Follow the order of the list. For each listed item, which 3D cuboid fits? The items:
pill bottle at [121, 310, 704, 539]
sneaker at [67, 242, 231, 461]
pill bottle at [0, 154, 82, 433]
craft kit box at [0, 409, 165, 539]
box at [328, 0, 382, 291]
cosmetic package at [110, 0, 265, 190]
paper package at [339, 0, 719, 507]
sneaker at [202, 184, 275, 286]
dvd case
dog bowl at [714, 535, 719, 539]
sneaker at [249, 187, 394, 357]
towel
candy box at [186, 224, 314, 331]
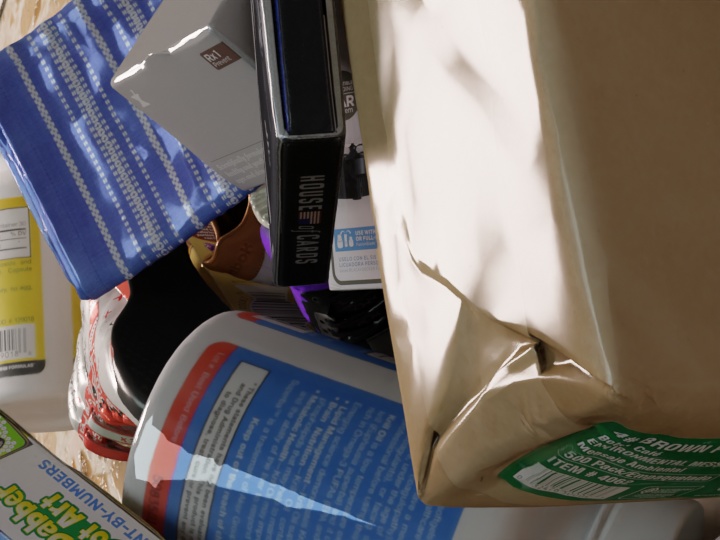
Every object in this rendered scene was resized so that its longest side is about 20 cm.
[{"bbox_3d":[0.021,0.094,0.682,0.199,0.112,0.113,18,105,22],"label":"pill bottle"},{"bbox_3d":[-0.105,0.060,0.913,0.202,0.067,0.109,-121,36,-59],"label":"sneaker"},{"bbox_3d":[-0.215,0.000,1.206,0.111,0.111,0.201,-31,59,56],"label":"pill bottle"},{"bbox_3d":[-0.102,0.163,0.719,0.197,0.048,0.201,33,142,34],"label":"craft kit box"},{"bbox_3d":[0.041,-0.096,0.712,0.060,0.116,0.202,-4,89,50],"label":"box"},{"bbox_3d":[-0.012,-0.141,0.785,0.107,0.090,0.201,-11,47,60],"label":"cosmetic package"},{"bbox_3d":[0.110,-0.033,0.525,0.103,0.199,0.192,-41,52,54],"label":"paper package"},{"bbox_3d":[-0.064,-0.087,0.969,0.073,0.084,0.201,-49,45,51],"label":"sneaker"},{"bbox_3d":[-0.027,-0.112,0.625,0.150,0.025,0.201,99,167,-73],"label":"dvd case"},{"bbox_3d":[0.140,0.170,0.539,0.200,0.058,0.201,32,128,52],"label":"dog bowl"},{"bbox_3d":[0.001,0.000,0.814,0.200,0.069,0.100,-102,-8,-86],"label":"sneaker"},{"bbox_3d":[-0.088,-0.095,0.881,0.199,0.024,0.145,-35,69,12],"label":"towel"},{"bbox_3d":[-0.084,0.038,1.019,0.200,0.056,0.117,50,130,50],"label":"candy box"}]
